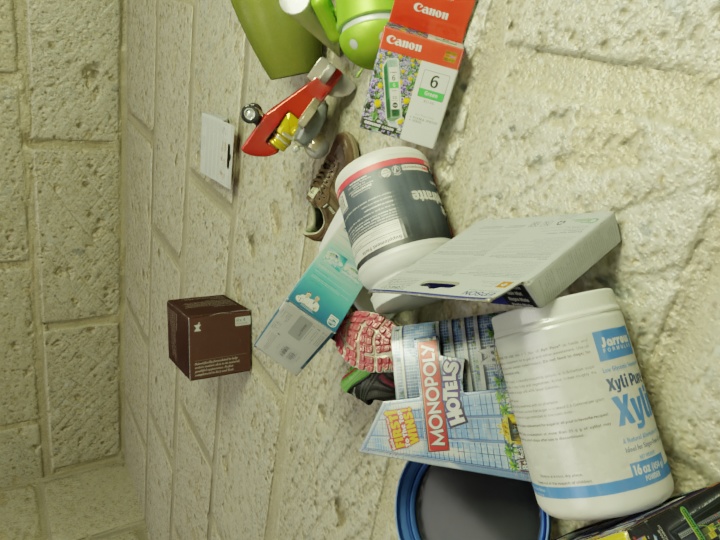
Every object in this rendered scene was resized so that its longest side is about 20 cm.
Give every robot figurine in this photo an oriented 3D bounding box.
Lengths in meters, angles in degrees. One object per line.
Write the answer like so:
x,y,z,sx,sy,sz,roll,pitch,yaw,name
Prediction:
0.022,-0.381,0.829,0.174,0.116,0.202,-4,91,26,robot figurine

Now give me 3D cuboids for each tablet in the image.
0.000,0.000,0.984,0.200,0.014,0.130,54,138,22,tablet

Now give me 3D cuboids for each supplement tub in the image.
0.218,0.130,0.586,0.132,0.131,0.201,-28,72,55,supplement tub
0.052,-0.054,0.809,0.140,0.140,0.201,-37,64,53,supplement tub

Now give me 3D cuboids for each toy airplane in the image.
-0.090,-0.264,1.003,0.198,0.200,0.142,-12,116,48,toy airplane

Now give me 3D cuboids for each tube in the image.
-0.068,-0.403,0.933,0.052,0.200,0.058,41,106,9,tube

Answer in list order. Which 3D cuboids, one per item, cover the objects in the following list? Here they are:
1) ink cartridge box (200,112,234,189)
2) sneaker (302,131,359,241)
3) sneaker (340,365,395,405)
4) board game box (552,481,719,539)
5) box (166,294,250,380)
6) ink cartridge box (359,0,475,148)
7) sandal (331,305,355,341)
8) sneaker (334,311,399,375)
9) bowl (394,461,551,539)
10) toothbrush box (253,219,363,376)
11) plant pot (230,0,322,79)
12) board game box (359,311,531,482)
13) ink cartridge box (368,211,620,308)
-0.355,-0.310,1.505,0.199,0.057,0.164,28,118,43,ink cartridge box
-0.054,-0.142,1.021,0.070,0.075,0.201,37,125,49,sneaker
0.053,0.156,0.920,0.084,0.077,0.200,44,134,-9,sneaker
0.237,0.268,0.545,0.200,0.164,0.057,-54,51,47,board game box
-0.398,0.168,1.522,0.200,0.165,0.166,18,108,56,box
0.075,-0.274,0.767,0.050,0.108,0.201,-75,1,-60,ink cartridge box
-0.033,0.106,1.031,0.080,0.054,0.201,107,142,-58,sandal
0.056,0.117,0.810,0.199,0.075,0.081,18,81,21,sneaker
0.139,0.303,0.732,0.199,0.039,0.202,-12,65,27,bowl
-0.060,0.038,0.893,0.085,0.200,0.147,35,135,-5,toothbrush box
-0.137,-0.452,1.040,0.187,0.186,0.201,17,124,55,plant pot
0.095,0.158,0.713,0.062,0.198,0.202,45,-142,-69,board game box
0.139,-0.002,0.630,0.199,0.199,0.041,3,118,58,ink cartridge box
